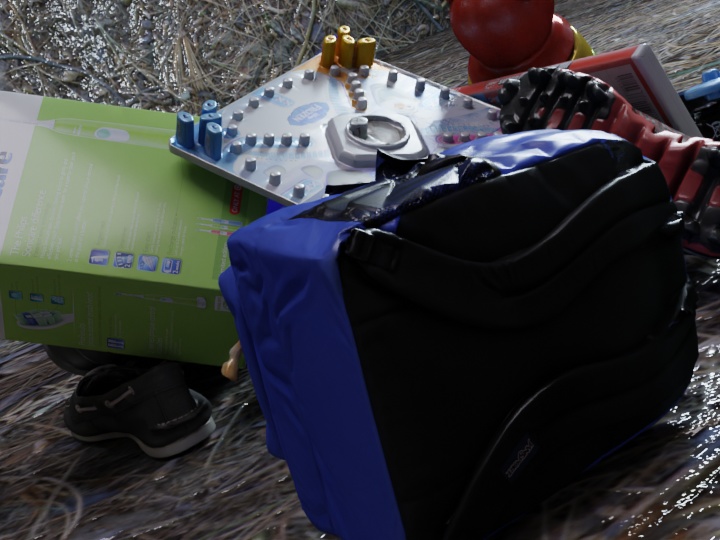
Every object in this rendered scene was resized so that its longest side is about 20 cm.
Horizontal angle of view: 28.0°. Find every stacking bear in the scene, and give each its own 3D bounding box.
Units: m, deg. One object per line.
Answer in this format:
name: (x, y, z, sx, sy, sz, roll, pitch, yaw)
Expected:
stacking bear: (0.129, -0.146, 1.072, 0.121, 0.200, 0.114, 10, 57, 39)

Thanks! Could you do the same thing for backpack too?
backpack: (0.047, 0.014, 0.674, 0.199, 0.164, 0.167, -23, 21, -28)

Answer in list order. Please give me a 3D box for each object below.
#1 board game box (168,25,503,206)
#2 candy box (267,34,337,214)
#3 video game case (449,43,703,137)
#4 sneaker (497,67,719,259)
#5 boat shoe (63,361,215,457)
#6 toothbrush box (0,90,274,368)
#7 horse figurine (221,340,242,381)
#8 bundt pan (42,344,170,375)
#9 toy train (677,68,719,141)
board game box: (0.011, -0.091, 0.943, 0.199, 0.026, 0.200, 25, 38, 24)
candy box: (-0.031, -0.112, 1.322, 0.169, 0.077, 0.200, -47, 26, 5)
video game case: (0.154, -0.080, 1.007, 0.199, 0.143, 0.017, -6, 38, 51)
sneaker: (0.174, -0.061, 0.891, 0.200, 0.071, 0.098, 30, 2, 29)
boat shoe: (-0.159, 0.084, 0.993, 0.067, 0.057, 0.200, -26, 13, -28)
toothbrush box: (-0.162, -0.028, 0.943, 0.199, 0.086, 0.146, 7, 51, -5)
horse figurine: (-0.003, 0.030, 0.825, 0.200, 0.050, 0.133, 25, 81, 50)
bundt pan: (-0.151, 0.030, 1.088, 0.201, 0.076, 0.202, -13, -8, -2)
toy train: (0.330, -0.126, 1.077, 0.199, 0.087, 0.114, -17, 3, 25)
